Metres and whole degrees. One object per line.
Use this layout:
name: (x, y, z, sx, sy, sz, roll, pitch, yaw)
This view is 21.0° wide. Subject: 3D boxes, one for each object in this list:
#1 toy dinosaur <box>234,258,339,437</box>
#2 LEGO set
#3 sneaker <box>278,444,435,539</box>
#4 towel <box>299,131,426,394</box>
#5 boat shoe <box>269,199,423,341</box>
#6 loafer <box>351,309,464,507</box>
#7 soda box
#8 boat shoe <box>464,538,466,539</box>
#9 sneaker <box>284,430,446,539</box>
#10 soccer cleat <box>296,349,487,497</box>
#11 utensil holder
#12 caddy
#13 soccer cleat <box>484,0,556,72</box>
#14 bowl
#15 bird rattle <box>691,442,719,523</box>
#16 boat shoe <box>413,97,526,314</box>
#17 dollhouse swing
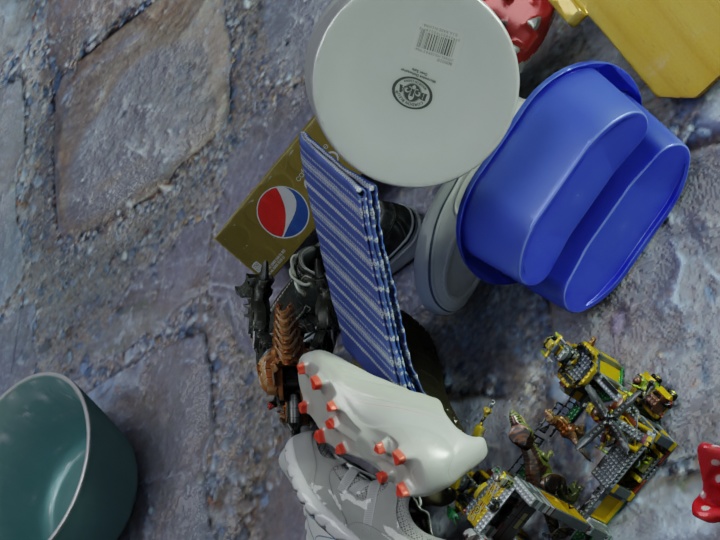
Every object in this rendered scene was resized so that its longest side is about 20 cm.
toy dinosaur: (-0.051, 0.068, 1.649, 0.200, 0.102, 0.137, 132, 142, -61)
LEGO set: (0.134, 0.137, 1.458, 0.200, 0.116, 0.154, -47, 43, 16)
sneaker: (-0.018, 0.210, 1.611, 0.087, 0.074, 0.200, -59, 40, 9)
towel: (0.000, 0.000, 1.542, 0.024, 0.201, 0.145, -20, 27, -16)
boat shoe: (-0.032, 0.001, 1.738, 0.200, 0.071, 0.072, -44, 44, 20)
loafer: (0.038, 0.123, 1.604, 0.067, 0.076, 0.201, -38, 36, 25)
soda box: (-0.045, -0.087, 1.776, 0.200, 0.068, 0.064, -49, 4, 21)
boat shoe: (0.113, 0.267, 1.443, 0.068, 0.072, 0.200, -59, 38, 6)
sneaker: (0.015, 0.188, 1.512, 0.082, 0.075, 0.200, -43, 54, 0)
soccer cleat: (0.019, 0.115, 1.493, 0.200, 0.077, 0.070, 35, 134, 51)
utensil holder: (0.038, -0.151, 1.525, 0.170, 0.170, 0.200, -55, 6, 7)
caddy: (0.162, -0.067, 1.527, 0.200, 0.141, 0.105, -55, 44, 6)
soccer cleat: (0.103, -0.172, 1.684, 0.069, 0.085, 0.200, 47, 111, 19)
bowl: (-0.289, 0.208, 1.861, 0.200, 0.105, 0.202, -23, 54, 36)
bird rattle: (0.274, 0.221, 1.316, 0.163, 0.113, 0.200, 31, 79, 38)
boat shoe: (0.107, -0.056, 1.628, 0.065, 0.073, 0.201, 8, 76, 52)
dollhouse swing: (0.270, -0.262, 1.606, 0.200, 0.176, 0.182, -44, 2, 20)
